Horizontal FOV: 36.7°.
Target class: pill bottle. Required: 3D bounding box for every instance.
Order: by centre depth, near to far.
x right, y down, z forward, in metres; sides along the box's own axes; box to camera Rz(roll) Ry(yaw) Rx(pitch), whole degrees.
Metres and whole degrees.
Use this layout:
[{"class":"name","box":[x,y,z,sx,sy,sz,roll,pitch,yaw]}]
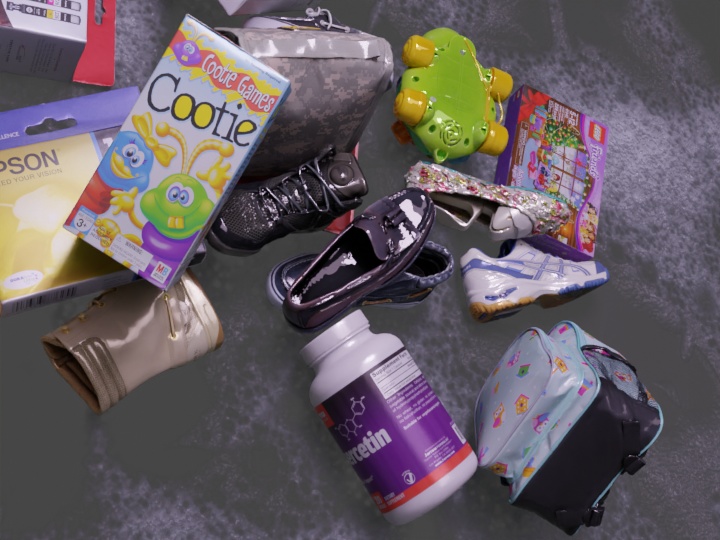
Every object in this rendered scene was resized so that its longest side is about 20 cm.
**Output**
[{"class":"pill bottle","box":[0.023,0.145,1.094,0.112,0.112,0.201,-31,84,-33]}]

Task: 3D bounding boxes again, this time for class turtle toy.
[{"class":"turtle toy","box":[0.099,-0.210,1.292,0.144,0.101,0.203,19,61,-18]}]

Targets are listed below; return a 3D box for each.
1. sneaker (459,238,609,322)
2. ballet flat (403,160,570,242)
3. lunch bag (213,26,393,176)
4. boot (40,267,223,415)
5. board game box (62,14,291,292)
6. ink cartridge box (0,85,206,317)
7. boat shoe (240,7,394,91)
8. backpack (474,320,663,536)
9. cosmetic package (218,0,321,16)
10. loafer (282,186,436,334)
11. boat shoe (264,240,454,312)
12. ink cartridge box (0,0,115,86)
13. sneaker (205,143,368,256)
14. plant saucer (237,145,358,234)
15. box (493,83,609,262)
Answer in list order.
[{"class":"sneaker","box":[0.206,-0.002,1.272,0.197,0.075,0.089,-8,71,-30]},{"class":"ballet flat","box":[0.140,-0.068,1.247,0.197,0.076,0.065,16,58,11]},{"class":"lunch bag","box":[-0.075,-0.181,1.092,0.162,0.200,0.119,-3,70,-26]},{"class":"boot","box":[-0.243,0.022,1.042,0.154,0.073,0.202,-30,87,-32]},{"class":"board game box","box":[-0.153,-0.099,0.930,0.102,0.105,0.202,31,93,-5]},{"class":"ink cartridge box","box":[-0.266,-0.078,1.011,0.195,0.047,0.203,-16,77,-25]},{"class":"boat shoe","box":[-0.047,-0.268,1.259,0.196,0.073,0.069,11,68,-22]},{"class":"backpack","box":[0.207,0.149,1.135,0.152,0.177,0.200,30,19,-2]},{"class":"cosmetic package","box":[-0.118,-0.404,1.214,0.201,0.123,0.200,54,28,4]},{"class":"loafer","box":[0.001,-0.015,1.098,0.200,0.063,0.072,-42,74,-10]},{"class":"boat shoe","box":[0.000,0.000,1.158,0.197,0.091,0.072,-2,69,-27]},{"class":"ink cartridge box","box":[-0.332,-0.308,1.130,0.173,0.084,0.203,6,66,-25]},{"class":"sneaker","box":[-0.068,-0.074,1.069,0.198,0.114,0.077,-15,75,-50]},{"class":"plant saucer","box":[-0.098,-0.144,1.204,0.197,0.037,0.203,14,64,-21]},{"class":"box","box":[0.238,-0.120,1.360,0.135,0.039,0.203,23,60,-17]}]
